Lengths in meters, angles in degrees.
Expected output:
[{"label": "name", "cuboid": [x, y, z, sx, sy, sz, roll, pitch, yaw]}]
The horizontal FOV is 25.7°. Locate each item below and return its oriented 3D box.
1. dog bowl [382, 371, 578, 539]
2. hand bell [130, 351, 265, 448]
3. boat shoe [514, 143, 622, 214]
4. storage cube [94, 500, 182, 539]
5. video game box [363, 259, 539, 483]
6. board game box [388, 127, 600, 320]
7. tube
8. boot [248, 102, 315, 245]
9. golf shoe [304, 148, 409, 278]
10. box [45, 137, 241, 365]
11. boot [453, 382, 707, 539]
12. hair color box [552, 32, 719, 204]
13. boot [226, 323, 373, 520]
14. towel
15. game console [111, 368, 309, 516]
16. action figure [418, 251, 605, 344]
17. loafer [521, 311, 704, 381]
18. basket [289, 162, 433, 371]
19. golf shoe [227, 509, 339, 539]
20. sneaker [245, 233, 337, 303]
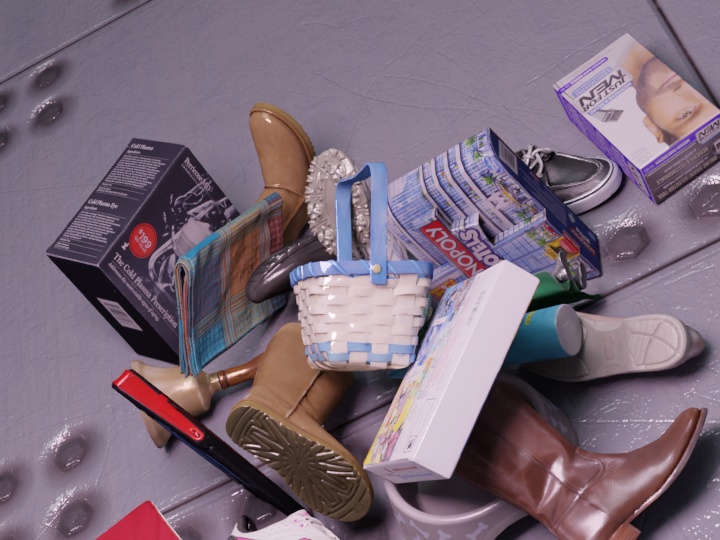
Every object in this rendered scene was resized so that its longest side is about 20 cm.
[{"label": "dog bowl", "cuboid": [0.110, 0.184, 1.539, 0.199, 0.059, 0.201, -18, 44, 19]}, {"label": "hand bell", "cuboid": [-0.148, 0.119, 1.772, 0.199, 0.104, 0.104, -19, 42, 1]}, {"label": "boat shoe", "cuboid": [0.189, -0.106, 1.750, 0.198, 0.068, 0.074, 0, 52, 34]}, {"label": "storage cube", "cuboid": [-0.199, 0.363, 1.480, 0.179, 0.200, 0.171, -37, 40, -13]}, {"label": "video game box", "cuboid": [0.081, 0.099, 1.460, 0.201, 0.047, 0.182, -64, 10, -14]}, {"label": "board game box", "cuboid": [0.115, -0.029, 1.665, 0.199, 0.200, 0.062, -30, 37, 29]}, {"label": "tube", "cuboid": [0.124, 0.076, 1.579, 0.199, 0.051, 0.077, -14, 9, 35]}, {"label": "boot", "cuboid": [-0.117, -0.069, 1.848, 0.066, 0.175, 0.200, 4, 50, 38]}, {"label": "golf shoe", "cuboid": [0.005, -0.042, 1.727, 0.078, 0.201, 0.097, -16, 8, 31]}, {"label": "box", "cuboid": [-0.234, -0.021, 1.857, 0.104, 0.200, 0.183, 10, 59, 42]}, {"label": "boot", "cuboid": [0.192, 0.150, 1.438, 0.200, 0.064, 0.187, 34, 74, 14]}, {"label": "hair color box", "cuboid": [0.309, -0.171, 1.736, 0.109, 0.065, 0.200, -35, 42, 0]}, {"label": "boot", "cuboid": [-0.039, 0.148, 1.621, 0.066, 0.175, 0.200, -48, 3, 25]}, {"label": "towel", "cuboid": [-0.140, 0.014, 1.750, 0.022, 0.147, 0.200, 14, 30, 26]}, {"label": "game console", "cuboid": [-0.155, 0.182, 1.611, 0.031, 0.200, 0.177, -51, 43, -6]}, {"label": "action figure", "cuboid": [0.139, 0.038, 1.634, 0.199, 0.118, 0.055, -24, 60, 29]}, {"label": "loafer", "cuboid": [0.243, 0.076, 1.560, 0.199, 0.063, 0.072, -1, 83, 38]}, {"label": "basket", "cuboid": [0.000, 0.000, 1.579, 0.138, 0.201, 0.176, -3, -2, -11]}, {"label": "golf shoe", "cuboid": [-0.053, 0.276, 1.538, 0.199, 0.073, 0.093, -6, 65, 29]}, {"label": "sneaker", "cuboid": [-0.035, -0.005, 1.761, 0.199, 0.091, 0.076, -28, 4, -20]}]
